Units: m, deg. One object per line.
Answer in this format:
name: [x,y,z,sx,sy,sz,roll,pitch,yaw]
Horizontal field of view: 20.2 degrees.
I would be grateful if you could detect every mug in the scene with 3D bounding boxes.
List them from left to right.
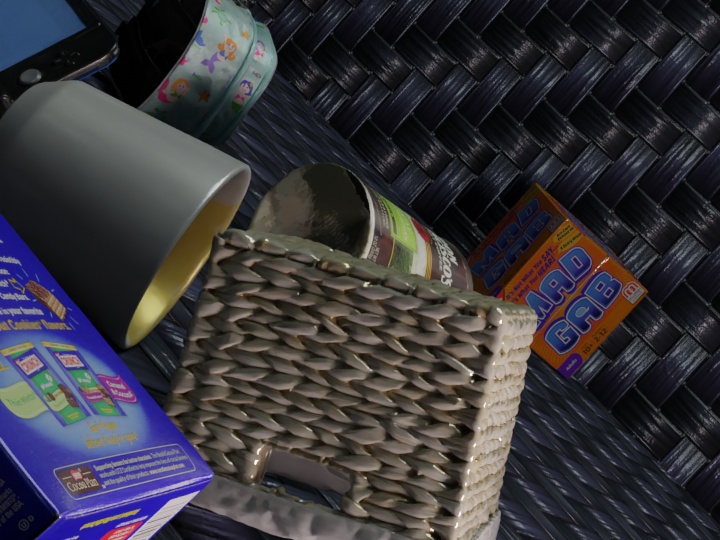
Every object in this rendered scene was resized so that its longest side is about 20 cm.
mug: [-0.185,-0.038,1.385,0.153,0.187,0.150,34,39,5]

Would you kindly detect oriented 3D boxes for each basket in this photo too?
basket: [-0.002,0.076,1.226,0.196,0.162,0.200,16,2,11]

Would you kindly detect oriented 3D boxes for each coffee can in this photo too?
coffee can: [0.000,0.000,1.974,0.146,0.147,0.200,48,10,37]

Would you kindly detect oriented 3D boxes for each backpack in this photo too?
backpack: [-0.181,-0.225,2.185,0.150,0.178,0.200,34,14,-20]

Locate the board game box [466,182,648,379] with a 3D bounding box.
board game box: [0.318,0.016,3.364,0.199,0.200,0.200,39,8,-21]

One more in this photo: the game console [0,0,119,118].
game console: [-0.325,-0.230,1.701,0.200,0.170,0.119,50,-16,43]

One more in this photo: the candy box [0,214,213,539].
candy box: [-0.168,0.034,0.792,0.200,0.077,0.169,51,11,11]
